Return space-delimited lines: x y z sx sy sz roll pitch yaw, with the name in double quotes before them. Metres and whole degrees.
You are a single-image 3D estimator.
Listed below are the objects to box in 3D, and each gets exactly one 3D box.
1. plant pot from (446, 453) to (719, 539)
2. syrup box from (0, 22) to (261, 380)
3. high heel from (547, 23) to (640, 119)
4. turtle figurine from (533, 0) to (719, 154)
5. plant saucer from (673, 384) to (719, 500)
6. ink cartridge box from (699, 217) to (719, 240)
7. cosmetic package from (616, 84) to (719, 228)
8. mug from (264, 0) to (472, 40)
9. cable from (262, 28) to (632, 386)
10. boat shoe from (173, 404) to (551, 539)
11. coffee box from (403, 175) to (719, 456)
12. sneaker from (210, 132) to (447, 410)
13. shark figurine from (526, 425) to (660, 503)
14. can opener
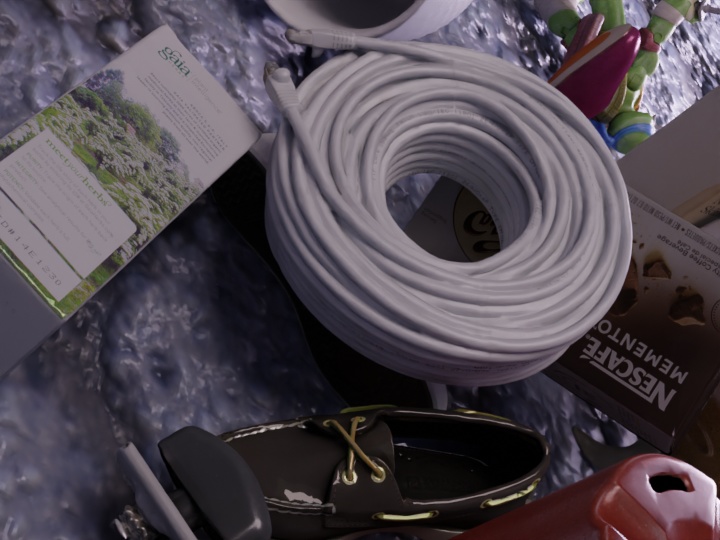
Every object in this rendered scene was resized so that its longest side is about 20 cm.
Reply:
"plant pot" 0.087 0.191 0.624 0.200 0.195 0.203 30 40 -29
"syrup box" -0.136 -0.036 0.673 0.079 0.081 0.200 48 36 -8
"high heel" 0.140 -0.073 0.911 0.096 0.200 0.067 44 42 0
"turtle figurine" 0.238 -0.183 1.164 0.144 0.198 0.196 59 9 -61
"plant saucer" 0.234 0.097 0.928 0.035 0.200 0.202 -30 81 -9
"ink cartridge box" 0.322 0.002 1.031 0.145 0.199 0.084 20 48 -53
"cosmetic package" 0.263 -0.070 1.040 0.103 0.200 0.074 6 56 -44
"mug" 0.013 -0.256 0.951 0.175 0.146 0.203 -22 98 -67
"cable" 0.045 -0.032 0.741 0.197 0.069 0.202 1 58 -18
"boat shoe" 0.005 0.099 0.703 0.199 0.061 0.072 5 46 -30
"coffee box" 0.132 0.006 0.832 0.199 0.114 0.080 34 -7 17
"sneaker" 0.000 0.000 0.799 0.084 0.073 0.201 -21 76 -50
"shark figurine" 0.144 0.147 0.826 0.213 0.089 0.129 -8 68 -48
"can opener" -0.044 0.146 0.587 0.066 0.053 0.201 -28 62 -17
